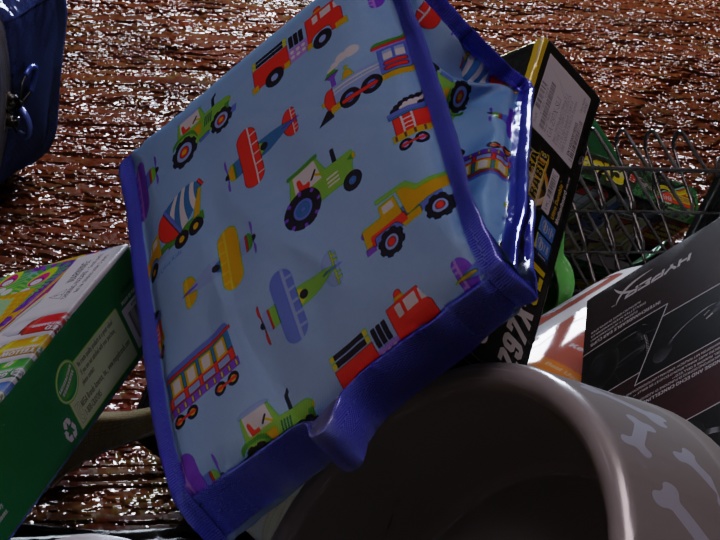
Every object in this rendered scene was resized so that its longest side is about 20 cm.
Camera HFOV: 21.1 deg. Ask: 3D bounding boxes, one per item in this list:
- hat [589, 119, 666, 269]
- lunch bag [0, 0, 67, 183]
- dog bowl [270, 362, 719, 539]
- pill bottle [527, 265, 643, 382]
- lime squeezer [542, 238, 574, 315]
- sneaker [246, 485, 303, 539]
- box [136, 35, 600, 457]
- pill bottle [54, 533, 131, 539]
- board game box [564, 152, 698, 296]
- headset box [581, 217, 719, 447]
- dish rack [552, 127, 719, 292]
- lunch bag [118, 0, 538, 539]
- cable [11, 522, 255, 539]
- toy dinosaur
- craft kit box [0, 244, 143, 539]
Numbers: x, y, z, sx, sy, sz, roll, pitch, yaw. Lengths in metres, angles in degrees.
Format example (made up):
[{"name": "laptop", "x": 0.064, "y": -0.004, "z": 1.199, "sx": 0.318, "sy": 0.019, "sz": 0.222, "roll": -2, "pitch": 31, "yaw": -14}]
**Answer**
[{"name": "hat", "x": 0.104, "y": -0.106, "z": 1.120, "sx": 0.165, "sy": 0.177, "sz": 0.199, "roll": 24, "pitch": 30, "yaw": 30}, {"name": "lunch bag", "x": -0.266, "y": -0.113, "z": 1.093, "sx": 0.198, "sy": 0.137, "sz": 0.132, "roll": 17, "pitch": 28, "yaw": 17}, {"name": "dog bowl", "x": 0.035, "y": 0.120, "z": 0.622, "sx": 0.058, "sy": 0.201, "sz": 0.200, "roll": 32, "pitch": 10, "yaw": -35}, {"name": "pill bottle", "x": 0.117, "y": 0.064, "z": 0.854, "sx": 0.112, "sy": 0.113, "sz": 0.199, "roll": 23, "pitch": 30, "yaw": 30}, {"name": "lime squeezer", "x": 0.061, "y": 0.022, "z": 0.892, "sx": 0.038, "sy": 0.201, "sz": 0.071, "roll": 41, "pitch": 12, "yaw": 22}, {"name": "sneaker", "x": 0.007, "y": 0.118, "z": 0.743, "sx": 0.199, "sy": 0.071, "sz": 0.094, "roll": 27, "pitch": 46, "yaw": 11}, {"name": "box", "x": 0.000, "y": 0.000, "z": 0.836, "sx": 0.199, "sy": 0.049, "sz": 0.161, "roll": -18, "pitch": 43, "yaw": 43}, {"name": "pill bottle", "x": -0.099, "y": 0.168, "z": 0.587, "sx": 0.111, "sy": 0.113, "sz": 0.200, "roll": 8, "pitch": 26, "yaw": 2}, {"name": "board game box", "x": 0.067, "y": -0.038, "z": 1.000, "sx": 0.199, "sy": 0.105, "sz": 0.024, "roll": 16, "pitch": 59, "yaw": -29}, {"name": "headset box", "x": 0.151, "y": 0.103, "z": 0.701, "sx": 0.149, "sy": 0.077, "sz": 0.201, "roll": 41, "pitch": 36, "yaw": -23}, {"name": "dish rack", "x": 0.111, "y": -0.014, "z": 0.963, "sx": 0.198, "sy": 0.154, "sz": 0.055, "roll": 1, "pitch": 46, "yaw": -21}, {"name": "lunch bag", "x": -0.011, "y": -0.004, "z": 0.701, "sx": 0.094, "sy": 0.150, "sz": 0.201, "roll": 42, "pitch": 24, "yaw": -27}, {"name": "cable", "x": -0.100, "y": 0.127, "z": 0.776, "sx": 0.199, "sy": 0.051, "sz": 0.097, "roll": 0, "pitch": 17, "yaw": -43}, {"name": "toy dinosaur", "x": -0.133, "y": 0.072, "z": 0.828, "sx": 0.198, "sy": 0.059, "sz": 0.101, "roll": -14, "pitch": 23, "yaw": 12}, {"name": "craft kit box", "x": -0.198, "y": 0.071, "z": 0.742, "sx": 0.196, "sy": 0.049, "sz": 0.200, "roll": -17, "pitch": 20, "yaw": 22}]
